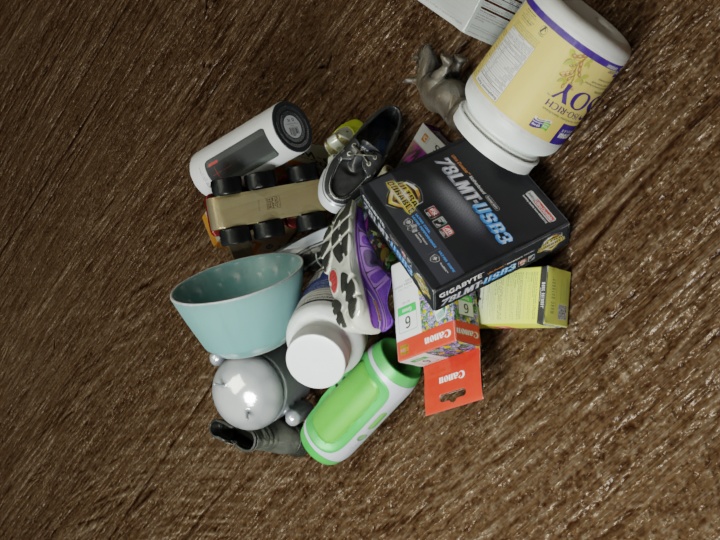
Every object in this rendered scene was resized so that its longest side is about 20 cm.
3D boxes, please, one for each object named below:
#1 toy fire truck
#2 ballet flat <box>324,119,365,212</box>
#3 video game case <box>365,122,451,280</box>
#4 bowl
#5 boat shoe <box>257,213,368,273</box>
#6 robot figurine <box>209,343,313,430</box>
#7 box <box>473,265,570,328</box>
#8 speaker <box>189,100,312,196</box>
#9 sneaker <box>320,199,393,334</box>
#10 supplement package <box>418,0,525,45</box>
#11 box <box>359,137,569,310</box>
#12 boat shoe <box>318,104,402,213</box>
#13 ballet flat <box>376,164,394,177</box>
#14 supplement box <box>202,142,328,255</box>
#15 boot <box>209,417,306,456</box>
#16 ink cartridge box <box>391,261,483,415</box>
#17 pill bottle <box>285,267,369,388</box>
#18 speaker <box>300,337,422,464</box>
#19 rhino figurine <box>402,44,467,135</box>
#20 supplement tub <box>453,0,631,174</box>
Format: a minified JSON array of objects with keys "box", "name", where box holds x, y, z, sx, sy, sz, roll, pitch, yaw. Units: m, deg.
[{"box":[-0.146,-0.079,1.693,0.200,0.174,0.130,-179,78,-76],"name":"toy fire truck"},{"box":[-0.024,-0.165,1.669,0.067,0.067,0.201,-29,45,30],"name":"ballet flat"},{"box":[0.092,-0.076,1.573,0.201,0.036,0.182,-58,44,21],"name":"video game case"},{"box":[-0.166,0.058,1.619,0.200,0.200,0.106,5,114,48],"name":"bowl"},{"box":[-0.062,-0.026,1.699,0.198,0.074,0.069,-27,96,12],"name":"boat shoe"},{"box":[-0.145,0.167,1.657,0.169,0.200,0.114,33,110,14],"name":"robot figurine"},{"box":[0.175,0.037,1.443,0.199,0.050,0.076,-5,76,47],"name":"box"},{"box":[-0.165,-0.176,1.666,0.199,0.081,0.082,-22,64,40],"name":"speaker"},{"box":[0.000,0.000,1.511,0.081,0.083,0.202,-42,47,44],"name":"sneaker"},{"box":[0.178,-0.419,1.480,0.191,0.146,0.201,46,115,44],"name":"supplement package"},{"box":[0.129,-0.070,1.420,0.201,0.197,0.050,57,166,34],"name":"box"},{"box":[0.006,-0.165,1.602,0.200,0.070,0.066,-52,-4,-35],"name":"boat shoe"},{"box":[0.078,-0.098,1.520,0.200,0.067,0.063,32,94,48],"name":"ballet flat"},{"box":[-0.144,-0.118,1.780,0.200,0.125,0.074,-51,47,28],"name":"supplement box"},{"box":[-0.181,0.239,1.728,0.199,0.130,0.068,8,87,49],"name":"boot"},{"box":[0.098,0.075,1.441,0.109,0.050,0.202,-24,60,43],"name":"ink cartridge box"},{"box":[-0.040,0.077,1.555,0.111,0.111,0.200,-50,8,27],"name":"pill bottle"},{"box":[-0.001,0.185,1.577,0.200,0.088,0.089,-49,49,28],"name":"speaker"},{"box":[0.118,-0.259,1.572,0.200,0.059,0.088,49,127,46],"name":"rhino figurine"},{"box":[0.220,-0.235,1.388,0.201,0.145,0.146,-54,46,25],"name":"supplement tub"}]
